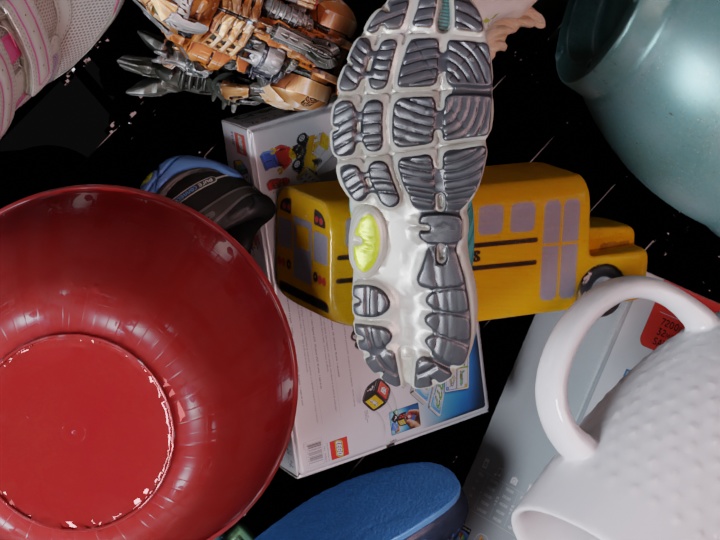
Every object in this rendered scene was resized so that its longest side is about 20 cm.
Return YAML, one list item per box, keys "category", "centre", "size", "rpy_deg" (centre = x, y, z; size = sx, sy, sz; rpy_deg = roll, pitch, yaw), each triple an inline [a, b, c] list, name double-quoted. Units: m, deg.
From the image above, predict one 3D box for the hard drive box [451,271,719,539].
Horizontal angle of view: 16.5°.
- category: "hard drive box"
  centre: [0.156, 0.105, 1.445]
  size: [0.156, 0.077, 0.201]
  rpy_deg: [21, 92, -33]

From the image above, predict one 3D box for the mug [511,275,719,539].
- category: "mug"
  centre: [0.174, 0.092, 1.327]
  size: [0.200, 0.148, 0.175]
  rpy_deg: [46, 71, -18]

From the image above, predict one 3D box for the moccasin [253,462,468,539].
- category: "moccasin"
  centre: [-0.028, 0.176, 1.369]
  size: [0.200, 0.080, 0.068]
  rpy_deg: [-28, 121, -5]

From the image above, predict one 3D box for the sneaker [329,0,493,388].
- category: "sneaker"
  centre: [0.025, -0.044, 1.217]
  size: [0.077, 0.080, 0.201]
  rpy_deg: [5, 108, 5]

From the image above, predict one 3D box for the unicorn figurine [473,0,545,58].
- category: "unicorn figurine"
  centre: [0.031, -0.168, 1.239]
  size: [0.137, 0.074, 0.200]
  rpy_deg: [-37, 121, -12]

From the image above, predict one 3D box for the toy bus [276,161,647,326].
- category: "toy bus"
  centre: [0.056, -0.012, 1.321]
  size: [0.199, 0.065, 0.079]
  rpy_deg: [-7, 105, -28]

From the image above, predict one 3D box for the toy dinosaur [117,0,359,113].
- category: "toy dinosaur"
  centre: [-0.047, -0.111, 1.228]
  size: [0.102, 0.136, 0.200]
  rpy_deg: [-53, 131, -12]

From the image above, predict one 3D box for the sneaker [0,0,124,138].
- category: "sneaker"
  centre: [-0.186, -0.097, 1.185]
  size: [0.200, 0.088, 0.081]
  rpy_deg: [-39, 119, -16]

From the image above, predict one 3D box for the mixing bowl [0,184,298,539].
- category: "mixing bowl"
  centre: [-0.132, 0.064, 1.199]
  size: [0.199, 0.108, 0.201]
  rpy_deg: [0, 100, 1]

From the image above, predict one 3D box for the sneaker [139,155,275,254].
- category: "sneaker"
  centre: [-0.092, 0.043, 1.275]
  size: [0.071, 0.083, 0.200]
  rpy_deg: [-1, 107, -65]

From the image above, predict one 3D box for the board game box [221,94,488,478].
- category: "board game box"
  centre: [0.000, 0.000, 1.350]
  size: [0.126, 0.035, 0.201]
  rpy_deg: [-17, 111, -26]

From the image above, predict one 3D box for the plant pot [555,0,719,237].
- category: "plant pot"
  centre: [0.190, -0.130, 1.344]
  size: [0.134, 0.200, 0.201]
  rpy_deg: [24, 91, -15]
